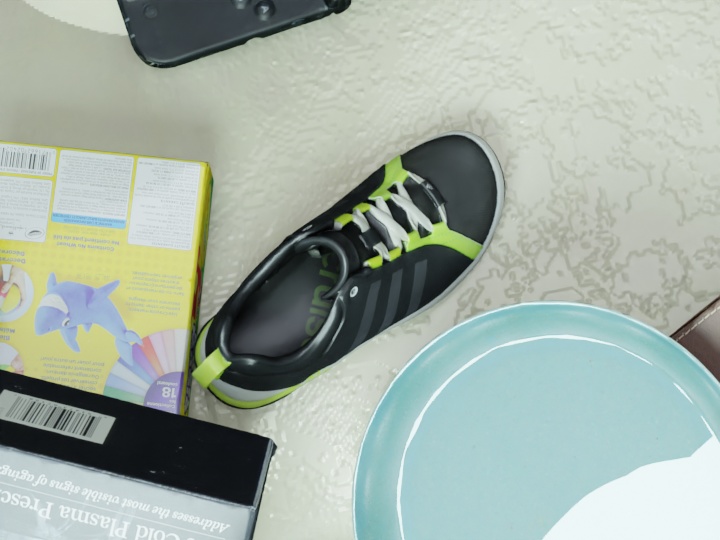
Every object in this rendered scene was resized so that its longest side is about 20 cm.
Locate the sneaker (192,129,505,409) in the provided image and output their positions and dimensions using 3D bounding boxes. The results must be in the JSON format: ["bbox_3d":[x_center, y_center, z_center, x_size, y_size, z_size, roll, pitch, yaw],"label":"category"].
[{"bbox_3d":[0.000,0.000,1.019,0.200,0.083,0.072,-42,83,-14],"label":"sneaker"}]

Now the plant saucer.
[{"bbox_3d":[0.094,0.114,0.964,0.198,0.027,0.202,1,94,18],"label":"plant saucer"}]

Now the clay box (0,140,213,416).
[{"bbox_3d":[-0.141,0.041,1.030,0.114,0.048,0.202,6,81,1],"label":"clay box"}]

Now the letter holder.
[{"bbox_3d":[0.204,0.119,0.996,0.142,0.101,0.200,-40,82,12],"label":"letter holder"}]

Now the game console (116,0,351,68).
[{"bbox_3d":[-0.065,-0.232,1.050,0.174,0.116,0.202,-18,79,-5],"label":"game console"}]

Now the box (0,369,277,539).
[{"bbox_3d":[-0.157,0.153,0.944,0.198,0.104,0.184,13,104,-1],"label":"box"}]
